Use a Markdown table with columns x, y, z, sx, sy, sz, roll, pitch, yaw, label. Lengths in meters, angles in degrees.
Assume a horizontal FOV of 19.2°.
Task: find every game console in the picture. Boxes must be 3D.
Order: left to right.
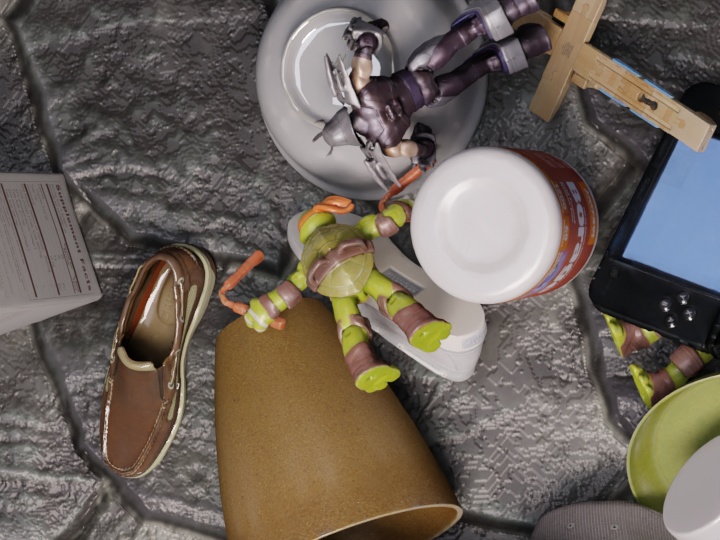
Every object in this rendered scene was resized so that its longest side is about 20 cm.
| x | y | z | sx | sy | sz | roll | pitch | yaw | label |
| --- | --- | --- | --- | --- | --- | --- | --- | --- | --- |
| 0.267 | -0.051 | 1.540 | 0.175 | 0.116 | 0.201 | 22 | 76 | 28 | game console |

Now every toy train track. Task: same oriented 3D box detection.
| x | y | z | sx | sy | sz | roll | pitch | yaw | label |
| --- | --- | --- | --- | --- | --- | --- | --- | --- | --- |
| 0.197 | -0.149 | 1.629 | 0.200 | 0.032 | 0.115 | 39 | 115 | 34 | toy train track |

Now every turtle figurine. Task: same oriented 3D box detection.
| x | y | z | sx | sy | sz | roll | pitch | yaw | label |
| --- | --- | --- | --- | --- | --- | --- | --- | --- | --- |
| 0.000 | 0.000 | 1.612 | 0.199 | 0.065 | 0.162 | -32 | 60 | -6 | turtle figurine |
| 0.270 | 0.028 | 1.611 | 0.160 | 0.064 | 0.201 | -25 | 71 | 2 | turtle figurine |

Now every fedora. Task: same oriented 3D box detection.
| x | y | z | sx | sy | sz | roll | pitch | yaw | label |
| --- | --- | --- | --- | --- | --- | --- | --- | --- | --- |
| 0.199 | 0.234 | 1.607 | 0.199 | 0.177 | 0.091 | -3 | 54 | 32 | fedora |

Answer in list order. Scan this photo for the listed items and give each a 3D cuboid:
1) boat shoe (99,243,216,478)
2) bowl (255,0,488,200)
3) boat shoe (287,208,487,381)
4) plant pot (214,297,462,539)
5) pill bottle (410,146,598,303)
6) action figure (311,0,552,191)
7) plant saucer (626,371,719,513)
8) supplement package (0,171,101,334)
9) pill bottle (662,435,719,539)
| x | y | z | sx | sy | sz | roll | pitch | yaw | label |
| --- | --- | --- | --- | --- | --- | --- | --- | --- | --- |
| -0.182 | 0.075 | 1.757 | 0.074 | 0.075 | 0.204 | 16 | 96 | 17 | boat shoe |
| -0.005 | -0.156 | 1.685 | 0.200 | 0.090 | 0.203 | 1 | 92 | 19 | bowl |
| 0.019 | 0.020 | 1.694 | 0.199 | 0.072 | 0.069 | 29 | 136 | 26 | boat shoe |
| -0.042 | 0.132 | 1.673 | 0.186 | 0.186 | 0.201 | -28 | 70 | 17 | plant pot |
| 0.116 | -0.035 | 1.589 | 0.111 | 0.200 | 0.113 | 1 | 93 | 18 | pill bottle |
| 0.049 | -0.143 | 1.605 | 0.199 | 0.069 | 0.131 | -31 | 123 | -11 | action figure |
| 0.298 | 0.141 | 1.577 | 0.198 | 0.031 | 0.201 | 6 | 130 | 8 | plant saucer |
| -0.317 | -0.009 | 1.734 | 0.116 | 0.200 | 0.118 | -20 | 86 | 18 | supplement package |
| 0.318 | 0.209 | 1.530 | 0.200 | 0.120 | 0.120 | 39 | 105 | -19 | pill bottle |
